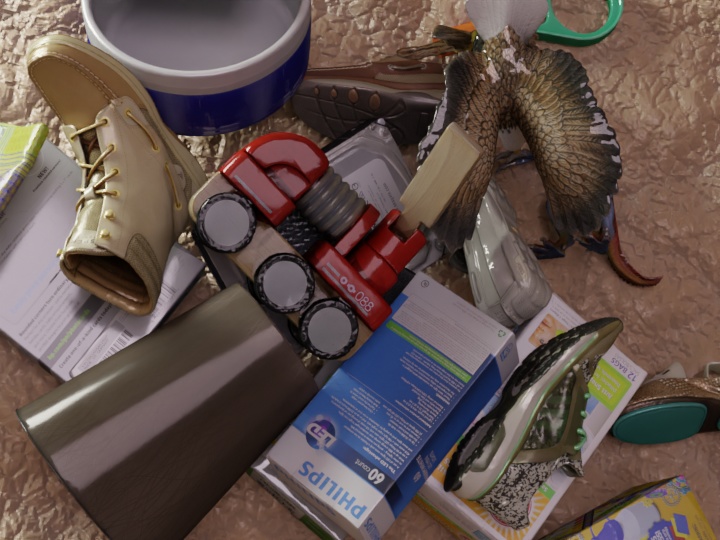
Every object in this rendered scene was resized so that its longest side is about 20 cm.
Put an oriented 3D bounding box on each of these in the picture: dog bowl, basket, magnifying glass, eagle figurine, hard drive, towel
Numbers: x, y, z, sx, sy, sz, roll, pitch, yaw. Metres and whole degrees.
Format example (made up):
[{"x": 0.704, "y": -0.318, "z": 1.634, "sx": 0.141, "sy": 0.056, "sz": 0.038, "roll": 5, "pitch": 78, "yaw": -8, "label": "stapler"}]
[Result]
[{"x": -0.141, "y": -0.217, "z": 1.173, "sx": 0.197, "sy": 0.079, "sz": 0.202, "roll": 1, "pitch": 55, "yaw": -2, "label": "dog bowl"}, {"x": -0.143, "y": 0.115, "z": 1.073, "sx": 0.199, "sy": 0.136, "sz": 0.181, "roll": -39, "pitch": 121, "yaw": -9, "label": "basket"}, {"x": 0.164, "y": -0.243, "z": 1.297, "sx": 0.197, "sy": 0.022, "sz": 0.081, "roll": -18, "pitch": 80, "yaw": -13, "label": "magnifying glass"}, {"x": 0.124, "y": -0.129, "z": 1.123, "sx": 0.150, "sy": 0.151, "sz": 0.202, "roll": 27, "pitch": 44, "yaw": -37, "label": "eagle figurine"}, {"x": -0.033, "y": -0.025, "z": 1.177, "sx": 0.199, "sy": 0.038, "sz": 0.141, "roll": -32, "pitch": 104, "yaw": -15, "label": "hard drive"}, {"x": -0.347, "y": -0.047, "z": 1.110, "sx": 0.023, "sy": 0.142, "sz": 0.201, "roll": 48, "pitch": 65, "yaw": -39, "label": "towel"}]

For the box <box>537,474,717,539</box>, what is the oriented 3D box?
[{"x": 0.218, "y": 0.309, "z": 1.118, "sx": 0.191, "sy": 0.122, "sz": 0.202, "roll": -26, "pitch": 82, "yaw": -14, "label": "box"}]

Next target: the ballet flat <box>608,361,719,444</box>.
[{"x": 0.310, "y": 0.116, "z": 1.220, "sx": 0.197, "sy": 0.071, "sz": 0.066, "roll": -1, "pitch": 49, "yaw": -13, "label": "ballet flat"}]

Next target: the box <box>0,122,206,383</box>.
[{"x": -0.257, "y": -0.004, "z": 1.155, "sx": 0.199, "sy": 0.041, "sz": 0.157, "roll": 37, "pitch": 72, "yaw": 0, "label": "box"}]

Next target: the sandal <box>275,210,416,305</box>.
[{"x": 0.000, "y": 0.001, "z": 1.153, "sx": 0.200, "sy": 0.043, "sz": 0.076, "roll": 42, "pitch": 90, "yaw": -22, "label": "sandal"}]

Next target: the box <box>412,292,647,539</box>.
[{"x": 0.137, "y": 0.139, "z": 1.155, "sx": 0.112, "sy": 0.101, "sz": 0.201, "roll": 39, "pitch": 73, "yaw": 2, "label": "box"}]

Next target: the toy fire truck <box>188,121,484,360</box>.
[{"x": -0.014, "y": -0.052, "z": 1.053, "sx": 0.200, "sy": 0.129, "sz": 0.176, "roll": -45, "pitch": 98, "yaw": -6, "label": "toy fire truck"}]

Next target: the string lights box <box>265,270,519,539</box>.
[{"x": 0.028, "y": 0.111, "z": 1.082, "sx": 0.102, "sy": 0.059, "sz": 0.200, "roll": 33, "pitch": 73, "yaw": 26, "label": "string lights box"}]

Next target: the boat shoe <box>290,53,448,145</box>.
[{"x": 0.032, "y": -0.160, "z": 1.233, "sx": 0.197, "sy": 0.076, "sz": 0.073, "roll": 7, "pitch": 50, "yaw": -11, "label": "boat shoe"}]

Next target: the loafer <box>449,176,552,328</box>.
[{"x": 0.105, "y": -0.030, "z": 1.181, "sx": 0.069, "sy": 0.070, "sz": 0.201, "roll": -35, "pitch": 40, "yaw": 17, "label": "loafer"}]

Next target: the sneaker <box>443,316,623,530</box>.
[{"x": 0.154, "y": 0.124, "z": 1.081, "sx": 0.089, "sy": 0.077, "sz": 0.200, "roll": 44, "pitch": 78, "yaw": -9, "label": "sneaker"}]

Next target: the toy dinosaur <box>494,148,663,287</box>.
[{"x": 0.194, "y": -0.099, "z": 1.258, "sx": 0.199, "sy": 0.104, "sz": 0.184, "roll": 34, "pitch": 53, "yaw": -39, "label": "toy dinosaur"}]

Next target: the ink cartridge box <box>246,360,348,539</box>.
[{"x": 0.000, "y": 0.125, "z": 1.157, "sx": 0.103, "sy": 0.059, "sz": 0.201, "roll": 39, "pitch": 73, "yaw": 2, "label": "ink cartridge box"}]

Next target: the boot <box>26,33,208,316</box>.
[{"x": -0.213, "y": -0.076, "z": 1.080, "sx": 0.201, "sy": 0.072, "sz": 0.157, "roll": 52, "pitch": 37, "yaw": -32, "label": "boot"}]
